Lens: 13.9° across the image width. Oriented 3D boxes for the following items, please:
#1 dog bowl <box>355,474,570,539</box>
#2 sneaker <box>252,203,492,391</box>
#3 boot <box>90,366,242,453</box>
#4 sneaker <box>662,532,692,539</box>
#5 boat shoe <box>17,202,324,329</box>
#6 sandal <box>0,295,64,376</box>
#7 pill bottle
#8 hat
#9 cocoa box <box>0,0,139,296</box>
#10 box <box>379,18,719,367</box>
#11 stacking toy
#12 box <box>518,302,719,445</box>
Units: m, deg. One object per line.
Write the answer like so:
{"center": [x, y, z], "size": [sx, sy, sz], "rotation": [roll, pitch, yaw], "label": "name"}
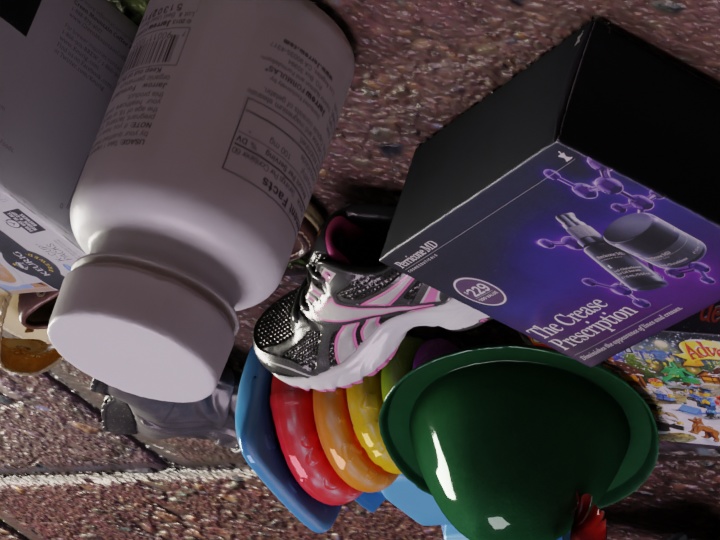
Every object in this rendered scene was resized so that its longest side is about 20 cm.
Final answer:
{"center": [0.077, 0.153, 1.953], "size": [0.111, 0.050, 0.200], "rotation": [-8, 144, 44], "label": "dog bowl"}
{"center": [0.000, 0.000, 1.676], "size": [0.086, 0.080, 0.200], "rotation": [33, 139, -28], "label": "sneaker"}
{"center": [-0.100, 0.070, 1.901], "size": [0.131, 0.070, 0.200], "rotation": [13, 165, 4], "label": "boot"}
{"center": [0.188, 0.209, 1.919], "size": [0.200, 0.078, 0.086], "rotation": [-14, 136, -6], "label": "sneaker"}
{"center": [-0.114, -0.001, 1.726], "size": [0.200, 0.072, 0.072], "rotation": [-7, 145, 23], "label": "boat shoe"}
{"center": [-0.211, 0.031, 1.875], "size": [0.078, 0.070, 0.212], "rotation": [24, 154, -11], "label": "sandal"}
{"center": [-0.083, -0.041, 1.495], "size": [0.114, 0.200, 0.114], "rotation": [15, 155, 7], "label": "pill bottle"}
{"center": [0.085, 0.154, 1.673], "size": [0.165, 0.176, 0.200], "rotation": [0, 142, 8], "label": "hat"}
{"center": [-0.208, -0.092, 1.554], "size": [0.131, 0.134, 0.200], "rotation": [-7, 144, 44], "label": "cocoa box"}
{"center": [0.120, -0.034, 1.520], "size": [0.141, 0.079, 0.200], "rotation": [29, 153, -15], "label": "box"}
{"center": [0.034, 0.077, 1.797], "size": [0.200, 0.116, 0.110], "rotation": [-16, 135, 29], "label": "stacking toy"}
{"center": [0.202, 0.054, 1.683], "size": [0.200, 0.038, 0.137], "rotation": [4, 151, 29], "label": "box"}
